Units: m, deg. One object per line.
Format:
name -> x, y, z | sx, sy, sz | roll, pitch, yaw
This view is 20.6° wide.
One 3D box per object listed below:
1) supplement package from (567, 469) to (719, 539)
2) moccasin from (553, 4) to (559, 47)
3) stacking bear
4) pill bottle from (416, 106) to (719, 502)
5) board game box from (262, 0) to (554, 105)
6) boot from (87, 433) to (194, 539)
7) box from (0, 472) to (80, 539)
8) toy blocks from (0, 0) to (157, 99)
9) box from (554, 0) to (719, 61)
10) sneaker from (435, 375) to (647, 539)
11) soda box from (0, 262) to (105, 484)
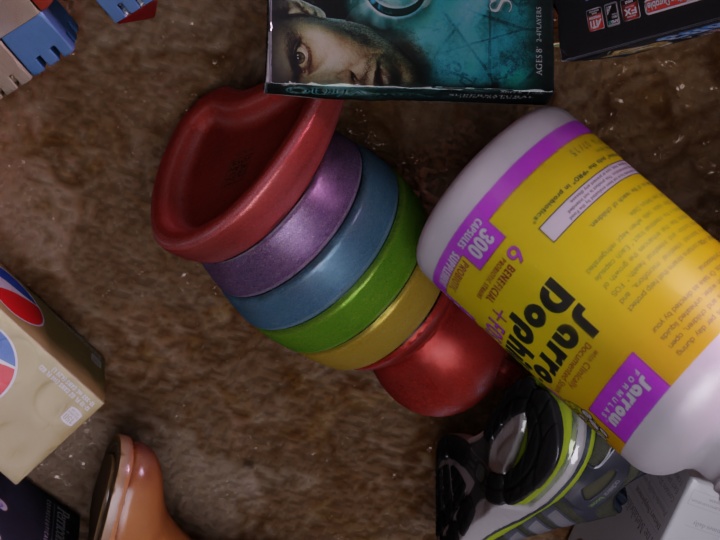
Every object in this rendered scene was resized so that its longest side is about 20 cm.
supplement package -> 0.173, 0.190, 1.092 | 0.109, 0.114, 0.200 | 18, 106, -14
moccasin -> 0.085, -0.144, 0.978 | 0.201, 0.078, 0.074 | -13, 110, -2
stacking bear -> 0.000, 0.000, 1.007 | 0.121, 0.114, 0.200 | -16, 134, 44
pill bottle -> 0.128, 0.023, 0.917 | 0.200, 0.104, 0.104 | 42, 102, 15
board game box -> 0.023, -0.178, 0.931 | 0.135, 0.028, 0.200 | 1, 80, -4
boot -> -0.070, 0.177, 1.077 | 0.155, 0.077, 0.200 | 1, 113, -5
box -> -0.253, 0.142, 1.006 | 0.200, 0.148, 0.107 | 38, 102, -18
toy blocks -> -0.190, -0.145, 0.944 | 0.200, 0.100, 0.137 | -29, 121, 17
box -> 0.148, -0.203, 0.843 | 0.050, 0.200, 0.199 | -11, 90, -34
sneaker -> 0.092, 0.113, 1.028 | 0.081, 0.200, 0.074 | 8, 70, -16
soda box -> -0.223, 0.013, 1.008 | 0.068, 0.064, 0.200 | -42, 110, 9
